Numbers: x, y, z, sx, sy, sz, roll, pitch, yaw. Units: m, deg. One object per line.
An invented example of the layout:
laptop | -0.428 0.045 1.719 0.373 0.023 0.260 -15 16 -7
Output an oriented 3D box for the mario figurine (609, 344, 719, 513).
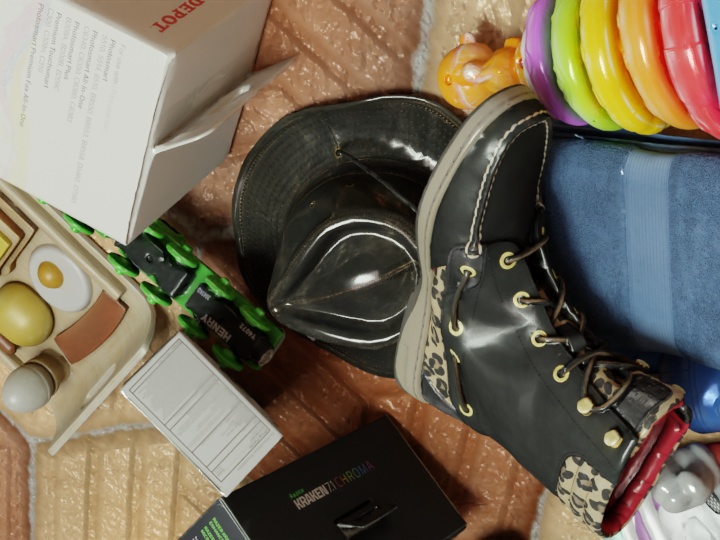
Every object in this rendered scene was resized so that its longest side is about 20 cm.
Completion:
mario figurine | 0.190 0.048 0.718 0.198 0.106 0.125 -7 112 30

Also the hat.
hat | 0.000 0.000 0.796 0.198 0.081 0.203 12 123 19

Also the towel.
towel | 0.149 -0.013 0.693 0.199 0.048 0.113 13 114 43

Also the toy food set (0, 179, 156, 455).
toy food set | -0.245 0.019 0.937 0.200 0.060 0.143 44 127 -3

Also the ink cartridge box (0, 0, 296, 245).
ink cartridge box | -0.149 -0.120 0.769 0.198 0.129 0.126 28 127 9

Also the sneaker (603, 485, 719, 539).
sneaker | 0.231 0.191 0.796 0.139 0.078 0.202 -14 112 31

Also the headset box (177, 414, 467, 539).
headset box | -0.052 0.193 0.857 0.093 0.173 0.200 52 123 14

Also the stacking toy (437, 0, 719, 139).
stacking toy | 0.119 -0.107 0.676 0.198 0.109 0.118 -7 99 41

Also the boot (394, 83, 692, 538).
boot | 0.094 0.025 0.675 0.150 0.073 0.202 40 135 30

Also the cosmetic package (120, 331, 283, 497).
cosmetic package | -0.099 0.082 0.835 0.083 0.051 0.200 47 171 -4

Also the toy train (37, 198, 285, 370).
toy train | -0.122 -0.008 0.844 0.199 0.056 0.042 40 99 17
